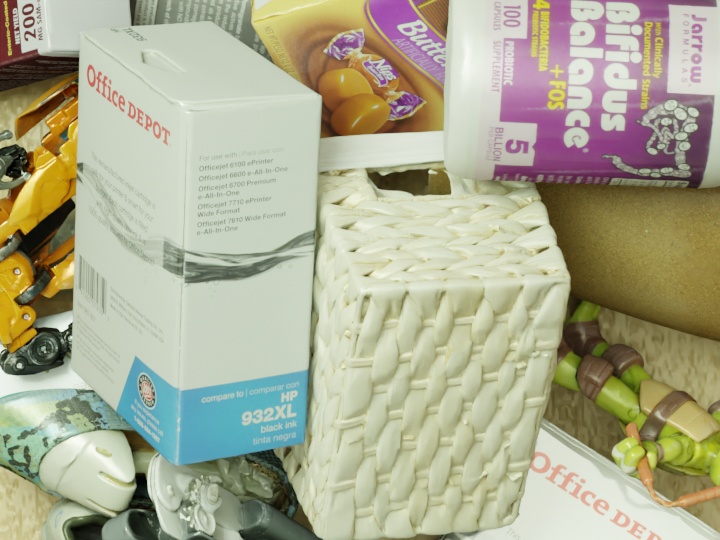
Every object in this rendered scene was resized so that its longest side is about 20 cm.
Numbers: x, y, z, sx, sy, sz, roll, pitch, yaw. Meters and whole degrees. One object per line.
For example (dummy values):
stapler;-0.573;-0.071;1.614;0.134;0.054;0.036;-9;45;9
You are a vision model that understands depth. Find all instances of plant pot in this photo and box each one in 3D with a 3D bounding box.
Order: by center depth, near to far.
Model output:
plant pot;0.145;-0.058;1.651;0.199;0.186;0.187;7;87;12

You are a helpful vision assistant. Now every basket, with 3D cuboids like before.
basket;0.027;0.039;1.565;0.135;0.124;0.200;-3;129;-16

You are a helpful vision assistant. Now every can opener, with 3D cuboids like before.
can opener;-0.066;0.160;1.634;0.066;0.200;0.053;-28;51;27

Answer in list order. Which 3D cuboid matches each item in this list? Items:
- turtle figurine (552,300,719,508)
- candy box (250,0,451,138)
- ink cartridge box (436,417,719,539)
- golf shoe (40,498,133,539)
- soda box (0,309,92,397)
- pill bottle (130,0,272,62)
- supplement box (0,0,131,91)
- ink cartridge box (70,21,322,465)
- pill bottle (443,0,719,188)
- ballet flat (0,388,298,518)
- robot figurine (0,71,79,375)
turtle figurine;0.177;0.080;1.665;0.161;0.200;0.065;38;126;22
candy box;0.052;-0.140;1.582;0.199;0.117;0.057;-17;44;13
ink cartridge box;0.102;0.203;1.669;0.146;0.083;0.200;33;88;2
golf shoe;-0.102;0.201;1.666;0.200;0.097;0.078;33;86;1
soda box;-0.130;0.047;1.688;0.199;0.068;0.064;-15;86;0
pill bottle;-0.056;-0.166;1.680;0.199;0.111;0.111;14;87;2
supplement box;-0.213;-0.161;1.642;0.061;0.200;0.109;-2;85;-39
ink cartridge box;-0.091;-0.018;1.544;0.084;0.145;0.201;-8;114;-26
pill bottle;0.145;-0.100;1.501;0.199;0.112;0.113;2;87;0
ballet flat;-0.122;0.112;1.645;0.199;0.074;0.074;7;86;-24
robot figurine;-0.162;-0.035;1.629;0.200;0.058;0.145;-39;113;-9
